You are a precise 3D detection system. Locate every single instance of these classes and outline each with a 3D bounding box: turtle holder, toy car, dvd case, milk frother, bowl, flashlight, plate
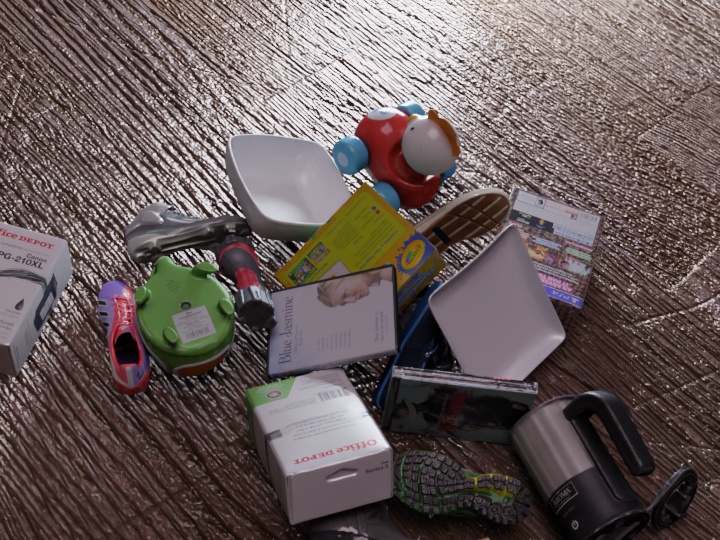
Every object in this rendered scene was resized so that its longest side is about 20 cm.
[{"bbox_3d":[-0.261,0.070,1.527,0.184,0.133,0.141,31,55,18],"label":"turtle holder"},{"bbox_3d":[0.091,-0.208,1.730,0.183,0.200,0.178,-34,89,-35],"label":"toy car"},{"bbox_3d":[-0.041,0.072,1.521,0.197,0.018,0.145,-13,54,15],"label":"dvd case"},{"bbox_3d":[0.336,0.270,1.462,0.199,0.180,0.190,23,32,-49],"label":"milk frother"},{"bbox_3d":[-0.119,-0.122,1.711,0.197,0.075,0.201,1,47,-36],"label":"bowl"},{"bbox_3d":[-0.172,0.016,1.576,0.066,0.069,0.201,-14,28,-7],"label":"flashlight"},{"bbox_3d":[0.133,0.188,1.474,0.196,0.147,0.022,8,52,-1],"label":"dvd case"},{"bbox_3d":[0.192,0.069,1.534,0.199,0.202,0.032,-39,21,-30],"label":"plate"}]

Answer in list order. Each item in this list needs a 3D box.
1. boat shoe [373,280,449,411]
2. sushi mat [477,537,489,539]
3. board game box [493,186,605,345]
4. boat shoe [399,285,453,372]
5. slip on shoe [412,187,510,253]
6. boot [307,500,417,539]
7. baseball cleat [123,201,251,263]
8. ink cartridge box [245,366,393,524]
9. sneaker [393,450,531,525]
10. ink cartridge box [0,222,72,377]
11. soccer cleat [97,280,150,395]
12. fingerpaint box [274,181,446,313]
[{"bbox_3d":[0.087,0.115,1.542,0.068,0.202,0.084,27,7,-5],"label":"boat shoe"},{"bbox_3d":[0.077,0.398,1.341,0.196,0.098,0.012,-9,13,-14],"label":"sushi mat"},{"bbox_3d":[0.281,-0.009,1.685,0.157,0.098,0.202,19,51,8],"label":"board game box"},{"bbox_3d":[0.089,0.071,1.615,0.071,0.068,0.202,-9,56,-17],"label":"boat shoe"},{"bbox_3d":[0.145,-0.075,1.692,0.076,0.199,0.061,46,22,-24],"label":"slip on shoe"},{"bbox_3d":[0.028,0.324,1.405,0.196,0.070,0.133,13,44,-4],"label":"boot"},{"bbox_3d":[-0.273,-0.073,1.681,0.197,0.070,0.107,-11,54,-17],"label":"baseball cleat"},{"bbox_3d":[-0.057,0.227,1.415,0.143,0.085,0.200,-12,30,-16],"label":"ink cartridge box"},{"bbox_3d":[0.123,0.297,1.428,0.197,0.085,0.079,18,73,-3],"label":"sneaker"},{"bbox_3d":[-0.524,0.034,1.550,0.142,0.085,0.202,15,51,4],"label":"ink cartridge box"},{"bbox_3d":[-0.339,0.084,1.539,0.065,0.077,0.202,-8,53,-14],"label":"soccer cleat"},{"bbox_3d":[0.000,0.000,1.604,0.200,0.073,0.167,-46,64,-2],"label":"fingerpaint box"}]
